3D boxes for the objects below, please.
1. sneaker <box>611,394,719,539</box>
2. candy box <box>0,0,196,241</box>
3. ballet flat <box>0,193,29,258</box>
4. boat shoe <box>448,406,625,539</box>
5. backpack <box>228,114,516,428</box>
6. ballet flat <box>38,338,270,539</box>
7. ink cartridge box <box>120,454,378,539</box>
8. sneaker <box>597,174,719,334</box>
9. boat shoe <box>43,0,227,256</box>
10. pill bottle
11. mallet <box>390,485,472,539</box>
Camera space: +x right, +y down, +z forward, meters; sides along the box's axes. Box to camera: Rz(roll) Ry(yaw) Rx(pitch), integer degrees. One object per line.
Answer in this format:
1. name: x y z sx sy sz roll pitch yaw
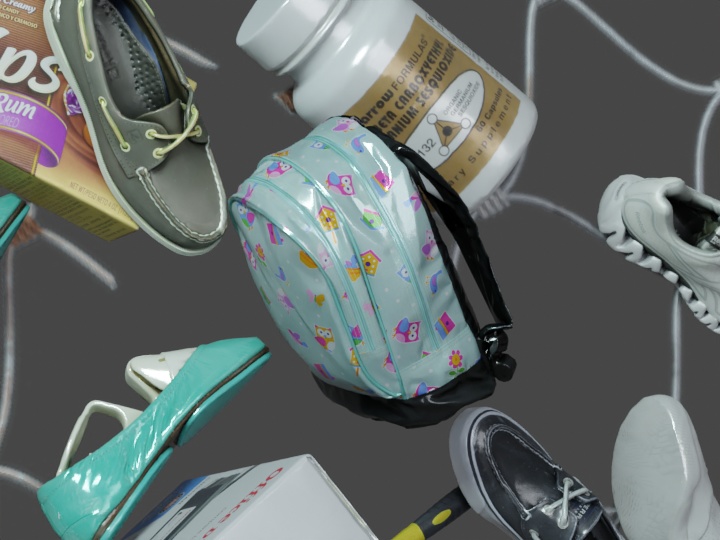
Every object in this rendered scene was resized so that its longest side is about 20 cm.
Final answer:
1. sneaker: 0.245 0.188 1.907 0.088 0.075 0.201 -10 91 -41
2. candy box: -0.222 -0.117 1.723 0.200 0.056 0.117 29 70 -22
3. ballet flat: -0.285 0.021 1.664 0.070 0.067 0.200 27 67 -5
4. boat shoe: 0.140 0.175 1.833 0.072 0.068 0.200 -46 110 -33
5. backpack: 0.000 0.000 1.727 0.127 0.167 0.200 -37 123 -28
6. ballet flat: -0.142 0.098 1.715 0.070 0.067 0.200 40 62 3
7. ink cartridge box: -0.097 0.199 1.647 0.145 0.200 0.084 -43 101 -27
8. sneaker: 0.274 -0.006 1.943 0.200 0.081 0.075 32 66 -20
9. boat shoe: -0.141 -0.103 1.697 0.072 0.060 0.202 -30 97 -28
10. pill bottle: 0.016 -0.133 1.814 0.200 0.114 0.115 38 66 -16
11. mallet: 0.039 0.197 1.813 0.200 0.041 0.066 -25 93 -32
